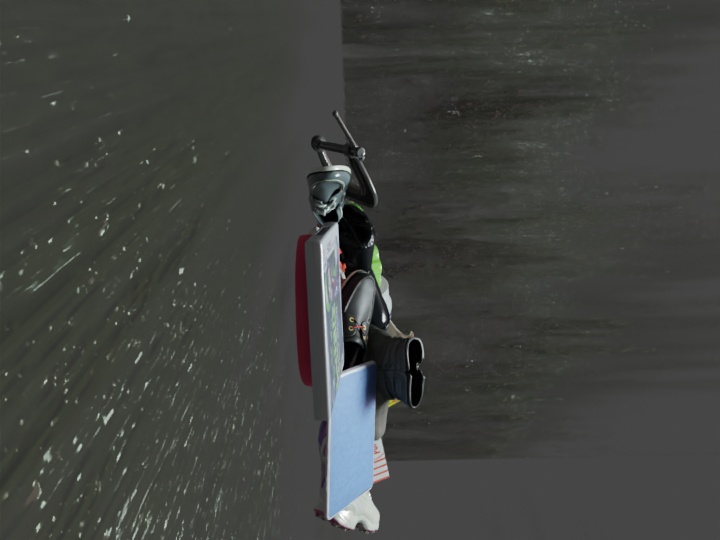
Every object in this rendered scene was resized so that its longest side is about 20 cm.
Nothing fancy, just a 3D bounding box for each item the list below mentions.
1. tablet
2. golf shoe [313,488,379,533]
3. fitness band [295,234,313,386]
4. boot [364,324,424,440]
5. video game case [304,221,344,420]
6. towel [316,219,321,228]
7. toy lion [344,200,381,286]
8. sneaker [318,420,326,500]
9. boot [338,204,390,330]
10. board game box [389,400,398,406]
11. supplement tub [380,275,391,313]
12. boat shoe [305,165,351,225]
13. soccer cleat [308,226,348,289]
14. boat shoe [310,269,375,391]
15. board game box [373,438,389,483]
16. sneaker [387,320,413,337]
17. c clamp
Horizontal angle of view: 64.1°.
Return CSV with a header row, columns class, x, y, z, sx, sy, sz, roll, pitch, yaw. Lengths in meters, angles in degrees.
class,x,y,z,sx,sy,sz,roll,pitch,yaw
tablet,-0.015,0.245,0.847,0.129,0.013,0.206,-7,100,-58
golf shoe,-0.005,0.375,0.944,0.094,0.074,0.200,-69,154,-17
fitness band,-0.063,0.054,0.785,0.144,0.036,0.207,-72,160,-87
boot,0.044,0.193,0.909,0.129,0.066,0.206,16,-70,52
video game case,-0.041,0.052,0.717,0.182,0.023,0.206,-72,160,-78
towel,-0.065,-0.035,1.112,0.202,0.029,0.150,-91,180,-55
toy lion,-0.011,-0.037,1.216,0.191,0.067,0.206,-158,-116,-63
sneaker,-0.039,0.324,1.000,0.089,0.078,0.205,-119,-155,-53
boot,0.000,0.000,1.050,0.169,0.075,0.204,96,-26,-62
board game box,0.015,0.181,1.175,0.203,0.100,0.048,60,-17,25
supplement tub,0.001,0.119,1.342,0.146,0.140,0.205,-90,-178,-60
boat shoe,-0.049,-0.117,0.918,0.200,0.071,0.064,120,-35,-82
soccer cleat,-0.051,0.029,0.928,0.070,0.076,0.204,-95,164,-65
boat shoe,-0.015,0.100,0.880,0.063,0.073,0.206,6,-106,57
board game box,-0.011,0.283,1.082,0.200,0.045,0.156,-166,-117,-73
sneaker,0.017,0.114,1.139,0.076,0.197,0.071,-62,-174,-35
c clamp,-0.030,-0.181,0.938,0.173,0.027,0.199,58,-15,-23
